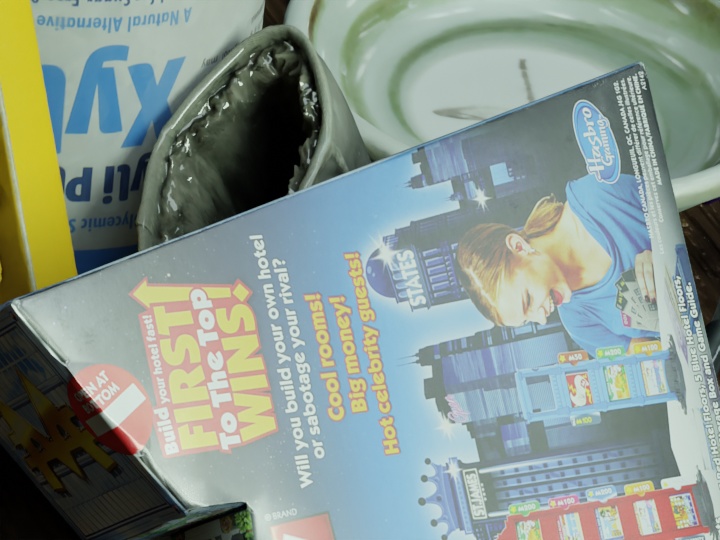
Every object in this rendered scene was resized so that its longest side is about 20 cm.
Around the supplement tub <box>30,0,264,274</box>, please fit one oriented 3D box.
[{"bbox_3d":[-0.095,-0.067,0.857,0.131,0.201,0.132,5,28,-3],"label":"supplement tub"}]

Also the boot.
[{"bbox_3d":[0.002,-0.001,0.878,0.200,0.072,0.183,56,33,-41],"label":"boot"}]

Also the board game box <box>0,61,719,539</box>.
[{"bbox_3d":[0.000,0.055,0.722,0.199,0.062,0.201,-5,78,-31],"label":"board game box"}]

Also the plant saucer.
[{"bbox_3d":[0.067,-0.066,1.084,0.199,0.050,0.201,5,36,-4],"label":"plant saucer"}]

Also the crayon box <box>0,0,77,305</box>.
[{"bbox_3d":[-0.149,-0.034,0.792,0.199,0.127,0.051,6,22,39],"label":"crayon box"}]

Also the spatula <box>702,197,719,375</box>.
[{"bbox_3d":[0.133,0.005,1.049,0.020,0.056,0.201,34,60,-18],"label":"spatula"}]
